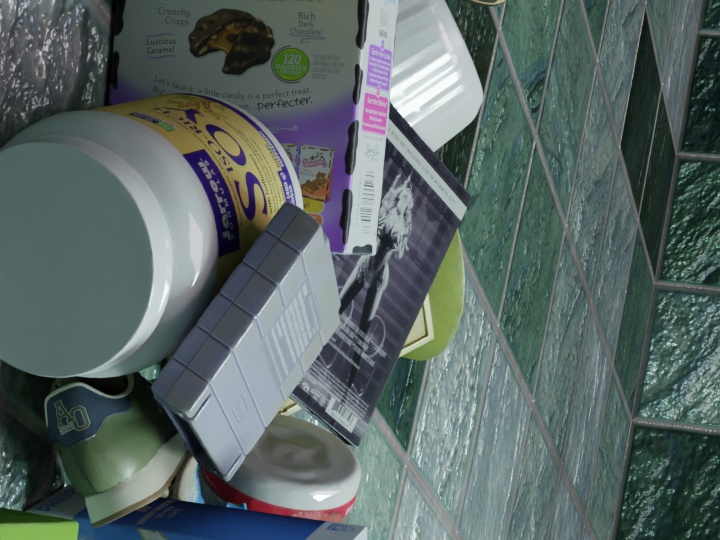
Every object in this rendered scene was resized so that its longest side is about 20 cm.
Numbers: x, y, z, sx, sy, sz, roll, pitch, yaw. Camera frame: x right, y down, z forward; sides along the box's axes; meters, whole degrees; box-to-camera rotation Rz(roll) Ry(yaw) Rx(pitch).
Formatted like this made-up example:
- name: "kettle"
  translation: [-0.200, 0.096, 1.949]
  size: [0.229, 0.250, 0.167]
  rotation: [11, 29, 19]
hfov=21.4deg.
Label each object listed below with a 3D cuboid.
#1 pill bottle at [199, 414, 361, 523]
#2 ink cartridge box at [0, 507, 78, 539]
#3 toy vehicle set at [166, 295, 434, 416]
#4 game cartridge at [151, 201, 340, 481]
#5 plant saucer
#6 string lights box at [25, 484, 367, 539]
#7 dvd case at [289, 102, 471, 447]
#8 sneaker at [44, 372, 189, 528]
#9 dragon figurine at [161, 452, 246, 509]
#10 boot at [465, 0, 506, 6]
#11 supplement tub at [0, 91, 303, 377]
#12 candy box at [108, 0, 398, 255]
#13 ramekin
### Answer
- name: "pill bottle"
  translation: [-0.075, 0.211, 1.337]
  size: [0.111, 0.110, 0.201]
  rotation: [-39, 147, -65]
- name: "ink cartridge box"
  translation: [-0.221, 0.224, 0.977]
  size: [0.148, 0.075, 0.202]
  rotation: [21, 77, -72]
- name: "toy vehicle set"
  translation: [-0.042, 0.039, 1.347]
  size: [0.199, 0.027, 0.125]
  rotation: [-26, 132, -20]
- name: "game cartridge"
  translation: [-0.061, 0.043, 1.081]
  size: [0.130, 0.038, 0.200]
  rotation: [-59, 170, -13]
- name: "plant saucer"
  translation: [0.013, -0.022, 1.505]
  size: [0.031, 0.200, 0.201]
  rotation: [-17, 119, -29]
- name: "string lights box"
  translation: [-0.099, 0.196, 1.140]
  size: [0.059, 0.198, 0.104]
  rotation: [-31, 124, -68]
- name: "dvd case"
  translation: [0.000, 0.000, 1.281]
  size: [0.149, 0.016, 0.201]
  rotation: [44, 67, -50]
- name: "sneaker"
  translation: [-0.146, 0.080, 1.168]
  size: [0.090, 0.067, 0.200]
  rotation: [62, 9, -10]
- name: "dragon figurine"
  translation: [-0.114, 0.166, 1.241]
  size: [0.099, 0.059, 0.201]
  rotation: [-12, 131, -62]
- name: "boot"
  translation: [0.055, -0.235, 1.506]
  size: [0.077, 0.200, 0.139]
  rotation: [-37, 146, -17]
- name: "supplement tub"
  translation: [-0.129, -0.021, 1.066]
  size: [0.200, 0.144, 0.147]
  rotation: [-28, 122, -69]
- name: "candy box"
  translation: [-0.068, -0.117, 1.189]
  size: [0.071, 0.166, 0.202]
  rotation: [-1, 97, -72]
- name: "ramekin"
  translation: [0.012, -0.171, 1.378]
  size: [0.203, 0.094, 0.202]
  rotation: [62, -1, 1]
